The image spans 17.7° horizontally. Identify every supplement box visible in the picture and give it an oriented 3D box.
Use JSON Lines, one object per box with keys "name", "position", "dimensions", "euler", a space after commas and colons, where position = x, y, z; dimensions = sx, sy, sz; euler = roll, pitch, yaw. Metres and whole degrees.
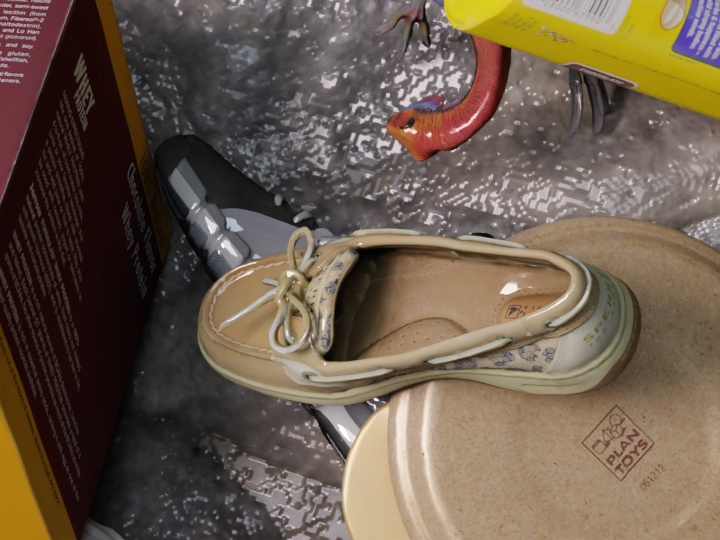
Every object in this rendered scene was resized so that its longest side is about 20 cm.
{"name": "supplement box", "position": [-0.180, -0.007, 0.983], "dimensions": [0.133, 0.197, 0.200], "euler": [5, 52, 11]}

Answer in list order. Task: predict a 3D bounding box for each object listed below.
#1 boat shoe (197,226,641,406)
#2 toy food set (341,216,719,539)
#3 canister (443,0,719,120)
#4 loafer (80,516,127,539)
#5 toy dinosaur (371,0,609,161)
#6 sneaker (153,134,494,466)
{"name": "boat shoe", "position": [0.014, 0.012, 0.949], "dimensions": [0.200, 0.063, 0.073], "euler": [-4, 66, 27]}
{"name": "toy food set", "position": [0.106, 0.077, 0.996], "dimensions": [0.198, 0.049, 0.200], "euler": [28, 80, -4]}
{"name": "canister", "position": [0.143, -0.143, 0.999], "dimensions": [0.200, 0.087, 0.149], "euler": [16, 73, -25]}
{"name": "loafer", "position": [-0.138, 0.141, 1.036], "dimensions": [0.200, 0.070, 0.070], "euler": [32, 77, 25]}
{"name": "toy dinosaur", "position": [0.042, -0.144, 1.039], "dimensions": [0.105, 0.200, 0.182], "euler": [-9, 37, 14]}
{"name": "sneaker", "position": [0.000, 0.000, 1.054], "dimensions": [0.115, 0.075, 0.200], "euler": [-35, 82, -6]}
